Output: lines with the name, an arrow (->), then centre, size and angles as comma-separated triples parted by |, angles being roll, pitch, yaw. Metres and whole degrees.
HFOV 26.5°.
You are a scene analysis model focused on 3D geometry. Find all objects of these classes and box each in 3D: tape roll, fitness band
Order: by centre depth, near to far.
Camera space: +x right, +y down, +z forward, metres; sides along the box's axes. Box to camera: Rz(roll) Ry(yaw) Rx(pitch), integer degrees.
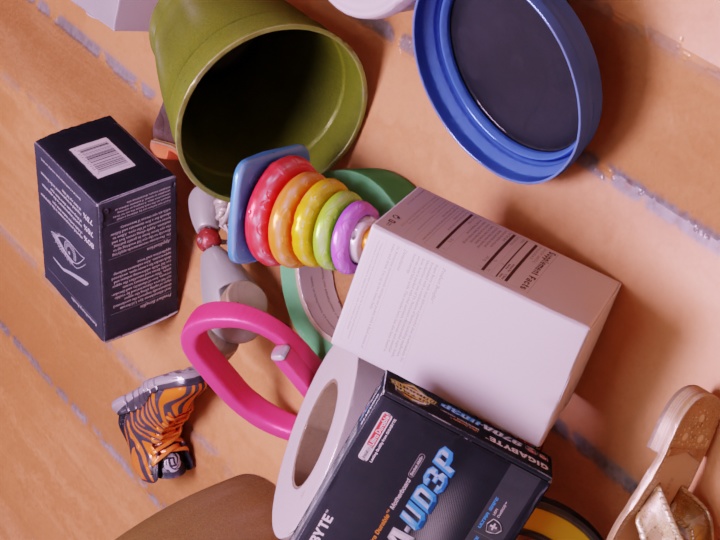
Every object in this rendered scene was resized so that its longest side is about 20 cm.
tape roll -> -0.028, 0.157, 1.415 | 0.203, 0.037, 0.204 | -159, 90, -77
tape roll -> 0.000, 0.000, 1.513 | 0.200, 0.048, 0.202 | 7, 99, 47
fitness band -> -0.100, 0.107, 1.558 | 0.143, 0.038, 0.200 | -2, 137, 37

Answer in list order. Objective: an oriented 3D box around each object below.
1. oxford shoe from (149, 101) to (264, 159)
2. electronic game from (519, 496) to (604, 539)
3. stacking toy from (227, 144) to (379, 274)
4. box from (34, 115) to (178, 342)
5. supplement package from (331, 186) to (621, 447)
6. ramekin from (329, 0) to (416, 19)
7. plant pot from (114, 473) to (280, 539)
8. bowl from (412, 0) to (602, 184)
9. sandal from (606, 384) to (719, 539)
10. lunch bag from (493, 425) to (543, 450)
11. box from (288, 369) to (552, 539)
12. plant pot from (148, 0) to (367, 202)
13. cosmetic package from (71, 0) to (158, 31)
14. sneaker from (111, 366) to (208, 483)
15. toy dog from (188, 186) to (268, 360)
oxford shoe -> -0.167, -0.154, 1.665 | 0.199, 0.071, 0.074 | 10, 98, 47
electronic game -> 0.124, 0.277, 1.329 | 0.042, 0.199, 0.201 | -82, 10, -64
stacking toy -> -0.021, -0.039, 1.438 | 0.199, 0.116, 0.111 | 19, 114, 31
box -> -0.288, -0.047, 1.747 | 0.148, 0.104, 0.201 | 42, 141, 36
supplement package -> 0.099, 0.036, 1.299 | 0.199, 0.120, 0.122 | 26, 116, 12
ramekin -> 0.039, -0.329, 1.388 | 0.202, 0.094, 0.204 | 10, 102, 52
plant pot -> -0.186, 0.326, 1.644 | 0.186, 0.199, 0.188 | 5, 97, 47
bowl -> 0.126, -0.172, 1.308 | 0.200, 0.039, 0.202 | 38, 145, 33
sandal -> 0.255, 0.202, 1.231 | 0.070, 0.077, 0.213 | 33, 113, 47
lunch bag -> 0.060, 0.199, 1.372 | 0.082, 0.175, 0.201 | 49, 126, 26
box -> 0.044, 0.204, 1.267 | 0.158, 0.046, 0.201 | 28, 109, -4
plant pot -> -0.122, -0.203, 1.538 | 0.193, 0.199, 0.201 | 55, 131, 44
cosmetic package -> -0.253, -0.378, 1.724 | 0.107, 0.090, 0.201 | 39, 124, 38
sneaker -> -0.214, 0.178, 1.760 | 0.200, 0.077, 0.113 | -32, 75, 56
toy dog -> -0.127, 0.001, 1.641 | 0.132, 0.096, 0.202 | -17, 69, 55
